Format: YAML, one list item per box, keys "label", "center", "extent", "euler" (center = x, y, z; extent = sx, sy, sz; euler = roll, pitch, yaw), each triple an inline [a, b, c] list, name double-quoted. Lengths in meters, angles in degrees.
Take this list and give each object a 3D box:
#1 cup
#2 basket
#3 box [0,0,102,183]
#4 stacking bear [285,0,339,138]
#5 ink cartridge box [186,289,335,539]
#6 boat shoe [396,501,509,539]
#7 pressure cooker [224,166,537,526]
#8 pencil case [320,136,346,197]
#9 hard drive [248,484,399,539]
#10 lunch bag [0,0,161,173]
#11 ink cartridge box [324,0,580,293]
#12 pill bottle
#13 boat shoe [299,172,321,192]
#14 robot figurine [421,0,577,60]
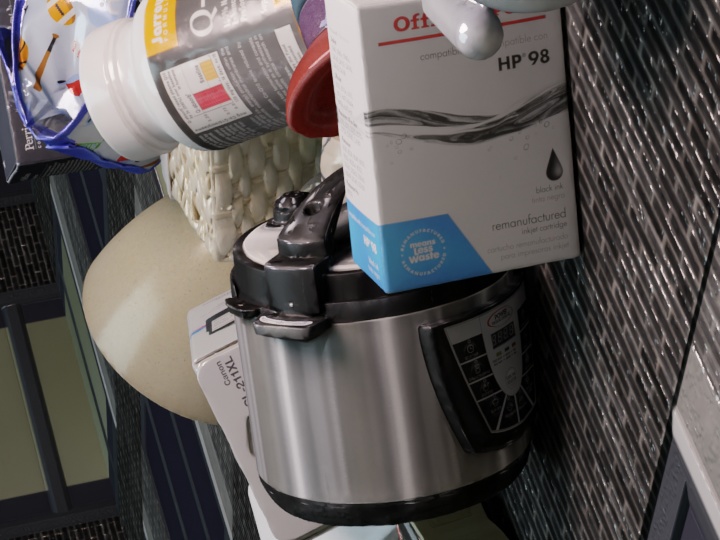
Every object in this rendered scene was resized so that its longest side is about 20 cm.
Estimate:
- label: "cup"
  center: [-0.105, 0.003, 2.013]
  extent: [0.143, 0.199, 0.201]
  euler: [-55, 42, 39]
- label: "basket"
  center: [-0.070, -0.120, 1.823]
  extent: [0.124, 0.135, 0.201]
  euler: [-121, 24, -47]
- label: "box"
  center: [-0.214, -0.187, 2.033]
  extent: [0.104, 0.181, 0.201]
  euler: [151, 107, -77]
- label: "stacking bear"
  center: [0.005, -0.196, 1.495]
  extent: [0.114, 0.121, 0.201]
  euler: [98, 165, -61]
- label: "ink cartridge box"
  center: [-0.053, 0.092, 1.735]
  extent: [0.200, 0.082, 0.146]
  euler: [-121, 6, -80]
- label: "boat shoe"
  center: [0.052, 0.162, 1.637]
  extent: [0.063, 0.073, 0.202]
  euler: [106, 147, -47]
- label: "pressure cooker"
  center: [0.009, 0.034, 1.489]
  extent: [0.176, 0.177, 0.201]
  euler: [-130, 31, -71]
- label: "pencil case"
  center: [0.022, -0.014, 1.620]
  extent: [0.078, 0.089, 0.201]
  euler: [-47, -43, -59]
- label: "hard drive"
  center: [-0.018, 0.171, 1.898]
  extent: [0.200, 0.026, 0.133]
  euler: [-50, 47, 45]
- label: "lunch bag"
  center: [-0.188, -0.181, 1.885]
  extent: [0.170, 0.123, 0.201]
  euler: [15, -96, -69]
- label: "ink cartridge box"
  center: [0.048, -0.100, 1.346]
  extent: [0.067, 0.115, 0.201]
  euler: [-133, 34, -67]
- label: "pill bottle"
  center: [-0.078, -0.145, 1.637]
  extent: [0.116, 0.199, 0.117]
  euler: [40, -139, -47]
- label: "boat shoe"
  center: [0.000, 0.000, 1.775]
  extent: [0.074, 0.074, 0.200]
  euler: [59, 167, 32]
- label: "robot figurine"
  center: [0.067, -0.188, 1.192]
  extent: [0.200, 0.112, 0.171]
  euler: [-131, 49, -65]
